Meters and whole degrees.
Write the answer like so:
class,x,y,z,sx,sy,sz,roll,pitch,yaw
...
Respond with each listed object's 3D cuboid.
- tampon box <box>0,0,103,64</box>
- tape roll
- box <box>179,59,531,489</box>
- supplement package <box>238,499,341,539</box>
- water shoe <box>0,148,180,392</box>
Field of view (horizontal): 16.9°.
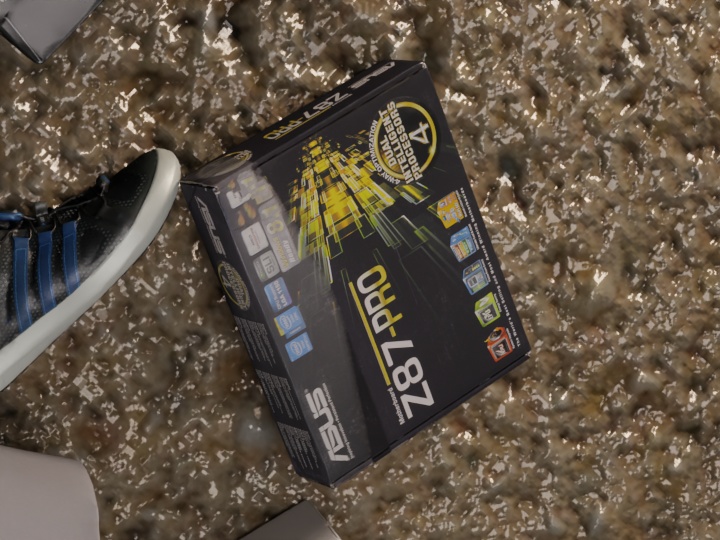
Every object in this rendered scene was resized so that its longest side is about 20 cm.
class,x,y,z,sx,sy,sz,roll,pitch,yaw
tampon box,-0.176,-0.212,1.238,0.150,0.200,0.126,-47,112,-2
tape roll,-0.206,0.197,1.338,0.066,0.200,0.201,13,100,-21
box,0.000,0.000,1.411,0.161,0.049,0.201,-30,112,-25
supplement package,-0.074,0.251,1.437,0.200,0.121,0.120,-30,111,-7
water shoe,-0.186,-0.006,1.360,0.200,0.071,0.079,-46,108,-3
